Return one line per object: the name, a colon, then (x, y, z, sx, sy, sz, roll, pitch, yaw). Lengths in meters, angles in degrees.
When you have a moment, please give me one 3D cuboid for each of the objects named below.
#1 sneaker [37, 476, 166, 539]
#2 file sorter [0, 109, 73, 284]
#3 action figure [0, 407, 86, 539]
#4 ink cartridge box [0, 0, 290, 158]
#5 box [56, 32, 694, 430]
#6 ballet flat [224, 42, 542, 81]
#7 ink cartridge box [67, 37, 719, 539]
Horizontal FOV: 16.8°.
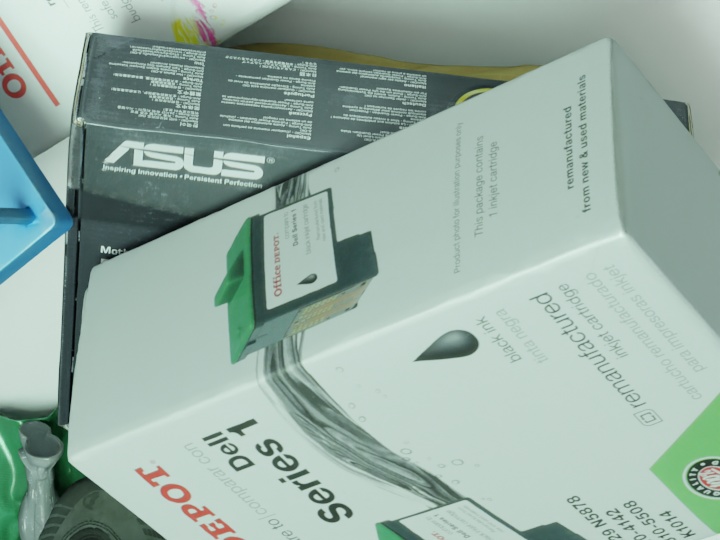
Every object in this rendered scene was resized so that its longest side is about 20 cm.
sneaker: (-0.099, 0.159, 0.839, 0.066, 0.091, 0.200, 7, 68, 5)
file sorter: (-0.218, -0.054, 0.762, 0.139, 0.123, 0.200, -38, 79, 17)
action figure: (-0.134, 0.153, 0.953, 0.118, 0.055, 0.200, -2, 114, 2)
ink cartridge box: (-0.094, -0.120, 0.840, 0.200, 0.068, 0.115, -29, 103, 14)
box: (0.000, 0.000, 0.830, 0.200, 0.049, 0.161, 7, 137, -4)
ballet flat: (-0.002, -0.045, 0.863, 0.200, 0.063, 0.069, -4, 107, 6)
ink cartridge box: (0.029, 0.034, 0.766, 0.200, 0.084, 0.146, -24, 132, 26)
